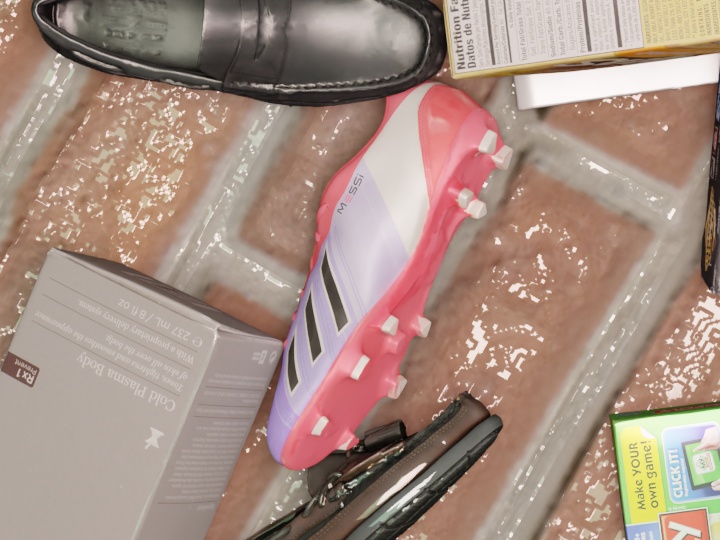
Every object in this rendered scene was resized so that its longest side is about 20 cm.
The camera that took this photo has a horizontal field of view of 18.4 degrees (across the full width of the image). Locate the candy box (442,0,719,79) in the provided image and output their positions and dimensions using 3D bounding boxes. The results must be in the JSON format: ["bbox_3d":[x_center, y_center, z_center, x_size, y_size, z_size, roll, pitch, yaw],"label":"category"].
[{"bbox_3d":[0.147,-0.122,0.963,0.199,0.115,0.056,-5,93,41],"label":"candy box"}]

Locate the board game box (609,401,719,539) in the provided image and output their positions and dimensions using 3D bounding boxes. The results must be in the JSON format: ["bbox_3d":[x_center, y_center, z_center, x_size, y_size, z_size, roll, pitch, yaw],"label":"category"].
[{"bbox_3d":[0.201,0.163,1.094,0.134,0.029,0.201,-8,93,3],"label":"board game box"}]

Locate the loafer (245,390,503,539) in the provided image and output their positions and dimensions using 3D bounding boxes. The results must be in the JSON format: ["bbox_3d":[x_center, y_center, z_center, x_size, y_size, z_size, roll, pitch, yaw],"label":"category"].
[{"bbox_3d":[-0.021,0.122,1.085,0.200,0.072,0.063,-43,78,8],"label":"loafer"}]

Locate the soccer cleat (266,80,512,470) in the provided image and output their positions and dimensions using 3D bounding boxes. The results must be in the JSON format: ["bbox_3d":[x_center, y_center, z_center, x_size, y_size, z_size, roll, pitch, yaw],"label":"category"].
[{"bbox_3d":[0.000,0.000,1.075,0.076,0.067,0.201,27,87,24],"label":"soccer cleat"}]

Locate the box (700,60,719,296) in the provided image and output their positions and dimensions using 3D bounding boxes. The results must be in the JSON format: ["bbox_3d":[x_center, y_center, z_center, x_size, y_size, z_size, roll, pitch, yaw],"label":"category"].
[{"bbox_3d":[0.268,-0.082,1.047,0.199,0.050,0.200,4,101,-1],"label":"box"}]

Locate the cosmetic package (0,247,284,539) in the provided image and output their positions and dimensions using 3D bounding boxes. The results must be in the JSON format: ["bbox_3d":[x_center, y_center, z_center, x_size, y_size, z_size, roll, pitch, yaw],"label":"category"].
[{"bbox_3d":[-0.129,0.102,1.067,0.106,0.090,0.201,23,91,22],"label":"cosmetic package"}]

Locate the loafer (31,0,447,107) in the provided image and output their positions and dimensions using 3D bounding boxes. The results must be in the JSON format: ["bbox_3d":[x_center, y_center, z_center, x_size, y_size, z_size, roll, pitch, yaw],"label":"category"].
[{"bbox_3d":[-0.059,-0.113,1.058,0.199,0.070,0.068,6,98,11],"label":"loafer"}]

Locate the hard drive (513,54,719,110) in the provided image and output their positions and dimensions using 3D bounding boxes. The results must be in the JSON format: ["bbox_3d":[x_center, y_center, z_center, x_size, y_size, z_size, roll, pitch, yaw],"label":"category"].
[{"bbox_3d":[0.128,-0.186,1.078,0.131,0.026,0.201,-8,93,3],"label":"hard drive"}]
